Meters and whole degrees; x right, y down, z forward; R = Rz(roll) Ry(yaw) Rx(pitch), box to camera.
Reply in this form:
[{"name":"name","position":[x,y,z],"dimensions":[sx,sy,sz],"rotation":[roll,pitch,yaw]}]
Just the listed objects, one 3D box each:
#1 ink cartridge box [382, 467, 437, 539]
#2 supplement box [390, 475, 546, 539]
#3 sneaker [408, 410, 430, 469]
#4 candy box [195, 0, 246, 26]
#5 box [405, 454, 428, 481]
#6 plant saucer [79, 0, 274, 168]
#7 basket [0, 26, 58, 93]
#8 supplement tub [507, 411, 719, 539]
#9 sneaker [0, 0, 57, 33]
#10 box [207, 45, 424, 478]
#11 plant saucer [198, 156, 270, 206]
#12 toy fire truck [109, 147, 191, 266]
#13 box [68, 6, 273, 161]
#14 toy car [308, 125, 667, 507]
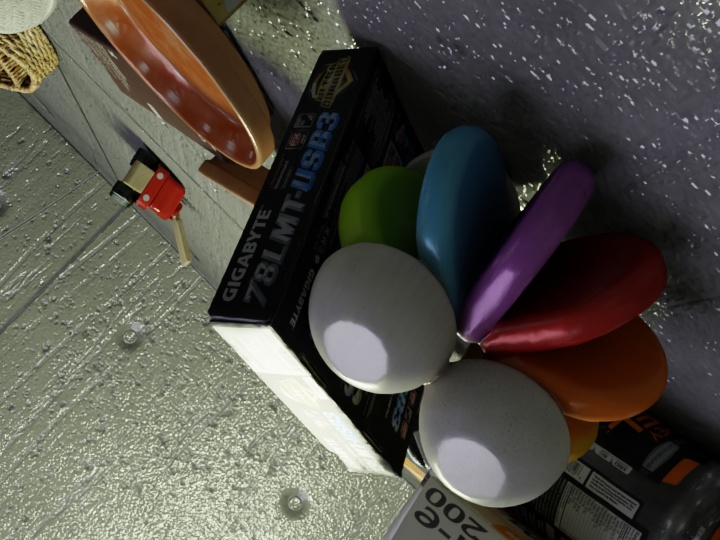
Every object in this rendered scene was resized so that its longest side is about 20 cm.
[{"name":"ink cartridge box","position":[0.134,0.226,0.825],"dimensions":[0.144,0.202,0.083],"rotation":[40,-159,18]},{"name":"supplement box","position":[0.119,0.236,0.656],"dimensions":[0.125,0.074,0.199],"rotation":[33,179,36]},{"name":"sneaker","position":[0.049,0.115,0.959],"dimensions":[0.116,0.073,0.204],"rotation":[74,-179,-86]},{"name":"candy box","position":[-0.152,-0.253,0.547],"dimensions":[0.201,0.057,0.116],"rotation":[50,167,-31]},{"name":"box","position":[0.112,0.269,1.310],"dimensions":[0.199,0.098,0.125],"rotation":[38,166,28]},{"name":"plant saucer","position":[-0.132,-0.156,0.604],"dimensions":[0.200,0.032,0.201],"rotation":[42,168,11]},{"name":"basket","position":[-0.625,-0.376,1.491],"dimensions":[0.143,0.149,0.200],"rotation":[43,167,2]},{"name":"supplement tub","position":[0.193,0.165,0.634],"dimensions":[0.199,0.123,0.123],"rotation":[33,164,42]},{"name":"sneaker","position":[-0.228,-0.247,0.510],"dimensions":[0.117,0.073,0.200],"rotation":[62,151,9]},{"name":"box","position":[0.000,0.000,0.559],"dimensions":[0.049,0.203,0.199],"rotation":[3,148,26]},{"name":"plant saucer","position":[-0.064,-0.059,0.835],"dimensions":[0.198,0.038,0.200],"rotation":[31,-179,0]},{"name":"toy fire truck","position":[-0.377,-0.116,1.641],"dimensions":[0.198,0.130,0.176],"rotation":[35,170,-16]},{"name":"box","position":[-0.179,-0.192,0.805],"dimensions":[0.199,0.075,0.101],"rotation":[33,163,38]},{"name":"toy car","position":[0.082,0.008,0.465],"dimensions":[0.200,0.175,0.150],"rotation":[45,133,-2]}]
